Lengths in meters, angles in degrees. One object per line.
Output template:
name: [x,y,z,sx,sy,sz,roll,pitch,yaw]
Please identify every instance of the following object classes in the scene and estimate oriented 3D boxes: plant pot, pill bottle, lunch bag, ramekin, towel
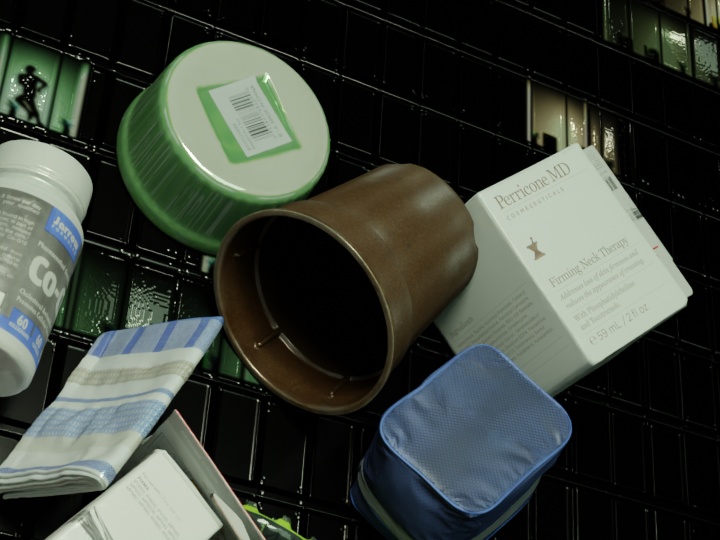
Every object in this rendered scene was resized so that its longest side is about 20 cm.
plant pot: [0.000,0.000,1.398,0.201,0.200,0.198,51,43,3]
pill bottle: [-0.301,-0.005,1.258,0.113,0.114,0.201,26,54,-17]
lunch bag: [0.094,0.176,1.388,0.136,0.133,0.200,44,49,18]
ramekin: [-0.127,-0.124,1.440,0.199,0.098,0.201,14,57,-24]
towel: [-0.211,0.110,1.233,0.024,0.146,0.200,58,43,-26]

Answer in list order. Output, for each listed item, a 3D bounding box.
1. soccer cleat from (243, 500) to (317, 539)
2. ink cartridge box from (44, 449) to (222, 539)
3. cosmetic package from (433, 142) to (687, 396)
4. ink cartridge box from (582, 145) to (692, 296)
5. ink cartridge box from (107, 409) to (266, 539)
soccer cleat: [-0.057,0.274,1.284,0.200,0.067,0.081,39,64,-7]
ink cartridge box: [-0.221,0.242,1.146,0.085,0.146,0.200,49,51,-1]
cosmetic package: [0.182,0.015,1.507,0.167,0.166,0.201,-27,79,-38]
ink cartridge box: [0.262,-0.025,1.641,0.116,0.068,0.201,-27,80,-38]
ink cartridge box: [-0.112,0.215,1.208,0.045,0.176,0.200,-30,82,-39]
